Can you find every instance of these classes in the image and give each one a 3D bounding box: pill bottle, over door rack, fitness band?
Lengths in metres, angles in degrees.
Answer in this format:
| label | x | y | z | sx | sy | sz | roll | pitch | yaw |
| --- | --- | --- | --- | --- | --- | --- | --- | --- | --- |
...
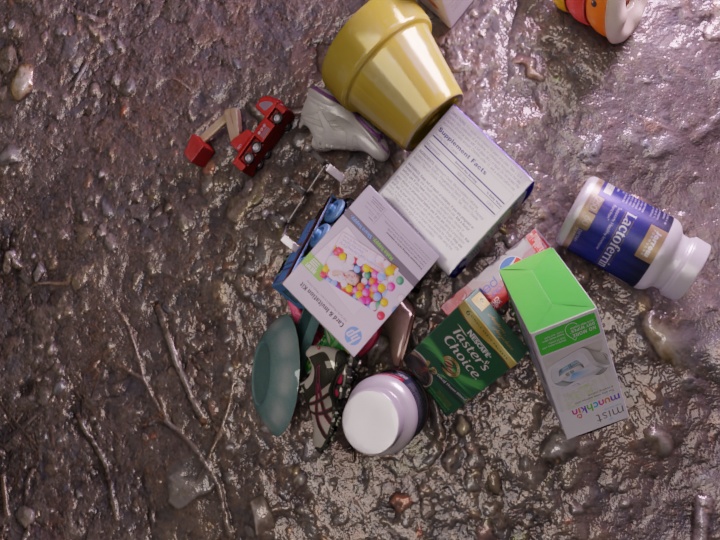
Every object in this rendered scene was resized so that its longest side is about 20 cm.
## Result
| label | x | y | z | sx | sy | sz | roll | pitch | yaw |
| --- | --- | --- | --- | --- | --- | --- | --- | --- | --- |
| pill bottle | 0.041 | 0.224 | 0.969 | 0.115 | 0.200 | 0.124 | -1 | 85 | 15 |
| pill bottle | 0.408 | -0.046 | 0.923 | 0.197 | 0.115 | 0.118 | 31 | 95 | 16 |
| over door rack | -0.104 | -0.134 | 1.050 | 0.066 | 0.200 | 0.150 | 32 | 98 | -20 |
| fitness band | -0.047 | 0.064 | 1.094 | 0.143 | 0.037 | 0.201 | -43 | 77 | 9 |

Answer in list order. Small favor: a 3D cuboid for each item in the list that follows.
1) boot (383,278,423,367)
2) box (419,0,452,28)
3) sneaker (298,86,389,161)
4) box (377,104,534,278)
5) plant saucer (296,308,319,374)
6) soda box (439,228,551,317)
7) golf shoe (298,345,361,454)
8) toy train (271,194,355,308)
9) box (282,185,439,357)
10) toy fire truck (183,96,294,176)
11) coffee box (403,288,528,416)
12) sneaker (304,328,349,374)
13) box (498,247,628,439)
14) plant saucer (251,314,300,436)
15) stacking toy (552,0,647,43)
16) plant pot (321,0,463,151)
| label | x | y | z | sx | sy | sz | roll | pitch | yaw |
| --- | --- | --- | --- | --- | --- | --- | --- | --- | --- |
| boot | 0.025 | 0.048 | 1.030 | 0.142 | 0.071 | 0.205 | 16 | 59 | 0 |
| box | 0.116 | -0.528 | 1.005 | 0.152 | 0.199 | 0.107 | 45 | 99 | 15 |
| sneaker | -0.030 | -0.244 | 1.105 | 0.199 | 0.074 | 0.101 | 39 | 111 | 20 |
| box | 0.156 | -0.126 | 1.011 | 0.184 | 0.105 | 0.201 | 46 | 99 | 14 |
| plant saucer | -0.109 | 0.141 | 1.063 | 0.018 | 0.070 | 0.205 | 13 | 112 | -22 |
| soda box | 0.224 | 0.020 | 0.996 | 0.199 | 0.070 | 0.064 | -40 | 81 | 11 |
| golf shoe | -0.059 | 0.206 | 0.997 | 0.086 | 0.077 | 0.205 | 20 | 119 | 9 |
| toy train | -0.066 | -0.033 | 1.024 | 0.113 | 0.086 | 0.204 | -12 | 47 | 50 |
| box | 0.000 | 0.000 | 0.931 | 0.156 | 0.041 | 0.201 | 43 | 85 | -3 |
| toy fire truck | -0.232 | -0.260 | 1.169 | 0.140 | 0.049 | 0.202 | 40 | 97 | 16 |
| coffee box | 0.159 | 0.134 | 0.962 | 0.124 | 0.044 | 0.201 | 51 | 137 | 11 |
| sneaker | -0.054 | 0.150 | 1.032 | 0.080 | 0.074 | 0.207 | 0 | 112 | -4 |
| box | 0.287 | 0.096 | 0.874 | 0.094 | 0.201 | 0.180 | -21 | 113 | 9 |
| plant saucer | -0.154 | 0.177 | 1.047 | 0.038 | 0.199 | 0.209 | 7 | 87 | -26 |
| stacking toy | 0.354 | -0.458 | 0.984 | 0.197 | 0.145 | 0.150 | 27 | 94 | 35 |
| plant pot | 0.065 | -0.313 | 1.010 | 0.200 | 0.200 | 0.190 | -41 | 82 | 9 |
